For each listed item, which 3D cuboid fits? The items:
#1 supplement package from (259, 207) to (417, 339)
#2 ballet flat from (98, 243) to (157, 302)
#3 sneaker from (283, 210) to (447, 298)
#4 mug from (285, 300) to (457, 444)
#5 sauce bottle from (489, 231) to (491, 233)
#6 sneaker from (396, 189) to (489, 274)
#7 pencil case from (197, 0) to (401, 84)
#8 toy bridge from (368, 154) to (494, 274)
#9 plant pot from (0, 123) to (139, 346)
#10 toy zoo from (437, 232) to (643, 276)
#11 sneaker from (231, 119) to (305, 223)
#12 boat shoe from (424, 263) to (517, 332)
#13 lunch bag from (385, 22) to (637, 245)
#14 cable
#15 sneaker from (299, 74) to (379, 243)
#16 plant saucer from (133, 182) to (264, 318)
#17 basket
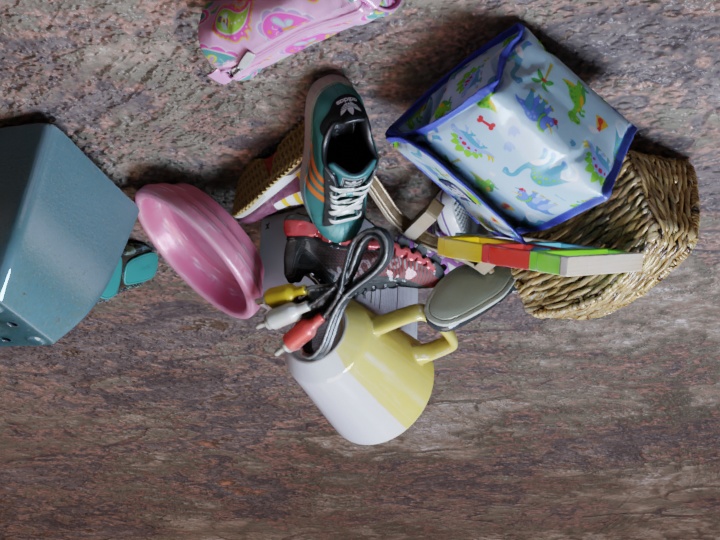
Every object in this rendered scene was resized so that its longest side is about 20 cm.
[{"bbox_3d":[-0.026,0.013,1.708,0.121,0.120,0.200,-12,152,29],"label":"supplement package"},{"bbox_3d":[-0.324,-0.001,1.705,0.074,0.074,0.200,-4,-179,14],"label":"ballet flat"},{"bbox_3d":[0.000,0.000,1.558,0.200,0.098,0.071,15,173,-16],"label":"sneaker"},{"bbox_3d":[0.000,0.095,1.619,0.149,0.187,0.153,39,176,46],"label":"mug"},{"bbox_3d":[0.172,-0.096,1.515,0.065,0.065,0.200,3,154,-2],"label":"sauce bottle"},{"bbox_3d":[0.091,-0.039,1.646,0.114,0.073,0.201,-1,156,16],"label":"sneaker"},{"bbox_3d":[-0.058,-0.233,1.212,0.200,0.088,0.087,-19,148,37],"label":"pencil case"},{"bbox_3d":[0.072,-0.057,1.545,0.200,0.027,0.067,37,147,-6],"label":"toy bridge"},{"bbox_3d":[-0.399,-0.024,1.536,0.196,0.200,0.196,-3,152,24],"label":"plant pot"},{"bbox_3d":[0.173,-0.019,1.408,0.200,0.020,0.131,10,-171,44],"label":"toy zoo"},{"bbox_3d":[-0.071,-0.095,1.529,0.090,0.075,0.200,22,151,-26],"label":"sneaker"},{"bbox_3d":[0.150,0.020,1.586,0.072,0.200,0.068,31,140,28],"label":"boat shoe"},{"bbox_3d":[0.139,-0.121,1.347,0.170,0.128,0.200,41,147,-16],"label":"lunch bag"},{"bbox_3d":[-0.036,0.031,1.479,0.050,0.097,0.200,-7,158,-49],"label":"cable"},{"bbox_3d":[-0.021,-0.099,1.411,0.071,0.080,0.200,-14,131,-13],"label":"sneaker"},{"bbox_3d":[-0.184,-0.031,1.612,0.200,0.051,0.201,39,158,19],"label":"plant saucer"},{"bbox_3d":[0.281,-0.027,1.498,0.149,0.143,0.200,4,149,-46],"label":"basket"}]
